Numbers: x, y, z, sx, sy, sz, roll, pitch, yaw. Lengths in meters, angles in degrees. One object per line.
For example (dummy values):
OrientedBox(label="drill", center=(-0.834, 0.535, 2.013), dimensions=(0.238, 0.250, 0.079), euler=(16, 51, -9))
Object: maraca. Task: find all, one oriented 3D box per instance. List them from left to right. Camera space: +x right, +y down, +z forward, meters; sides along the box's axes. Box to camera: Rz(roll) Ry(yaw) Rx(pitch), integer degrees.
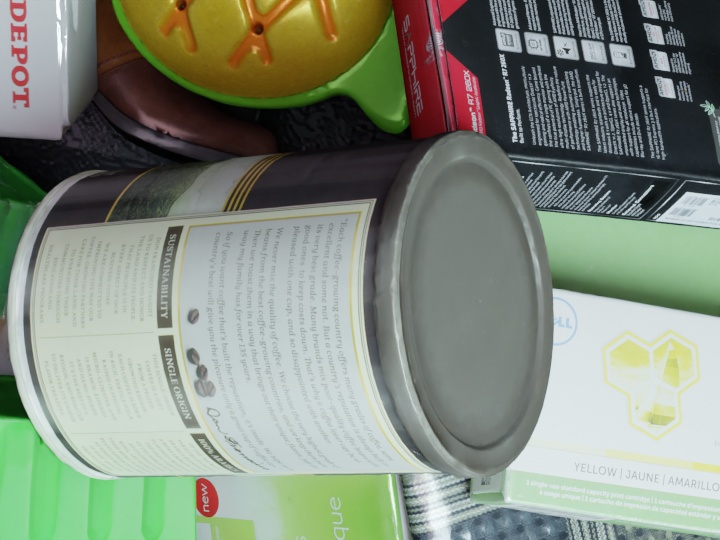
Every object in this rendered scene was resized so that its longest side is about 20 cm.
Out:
OrientedBox(label="maraca", center=(-0.032, -0.144, 1.066), dimensions=(0.200, 0.107, 0.137), euler=(18, 90, 10))

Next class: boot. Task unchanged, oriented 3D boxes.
OrientedBox(label="boot", center=(-0.097, -0.167, 1.151), dimensions=(0.188, 0.068, 0.200), euler=(25, 87, 5))

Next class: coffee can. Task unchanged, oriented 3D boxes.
OrientedBox(label="coffee can", center=(-0.034, 0.020, 0.938), dimensions=(0.200, 0.146, 0.147), euler=(-4, 96, 30))

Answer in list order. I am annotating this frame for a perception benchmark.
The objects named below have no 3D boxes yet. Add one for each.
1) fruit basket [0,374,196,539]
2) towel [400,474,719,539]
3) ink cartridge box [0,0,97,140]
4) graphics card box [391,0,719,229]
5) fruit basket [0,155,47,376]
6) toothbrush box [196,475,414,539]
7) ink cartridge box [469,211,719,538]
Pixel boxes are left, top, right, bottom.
OrientedBox(label="fruit basket", center=(-0.189, 0.153, 1.020), dimensions=(0.155, 0.215, 0.216), euler=(16, 96, 30))
OrientedBox(label="towel", center=(0.119, 0.141, 1.040), dimensions=(0.200, 0.035, 0.193), euler=(-15, 93, -23))
OrientedBox(label="ink cartridge box", center=(-0.236, -0.150, 1.062), dimensions=(0.199, 0.084, 0.145), euler=(4, 110, 5))
OrientedBox(label="graphics card box", center=(0.117, -0.089, 1.014), dimensions=(0.199, 0.051, 0.126), euler=(4, 60, -22))
OrientedBox(label="fruit basket", center=(-0.249, 0.022, 1.117), dimensions=(0.185, 0.094, 0.200), euler=(37, 99, 29))
OrientedBox(label="toothbrush box", center=(-0.025, 0.114, 1.097), dimensions=(0.086, 0.200, 0.146), euler=(-12, 98, -43))
OrientedBox(label="ink cartridge box", center=(0.133, 0.022, 1.012), dimensions=(0.145, 0.048, 0.201), euler=(10, 80, -20))
